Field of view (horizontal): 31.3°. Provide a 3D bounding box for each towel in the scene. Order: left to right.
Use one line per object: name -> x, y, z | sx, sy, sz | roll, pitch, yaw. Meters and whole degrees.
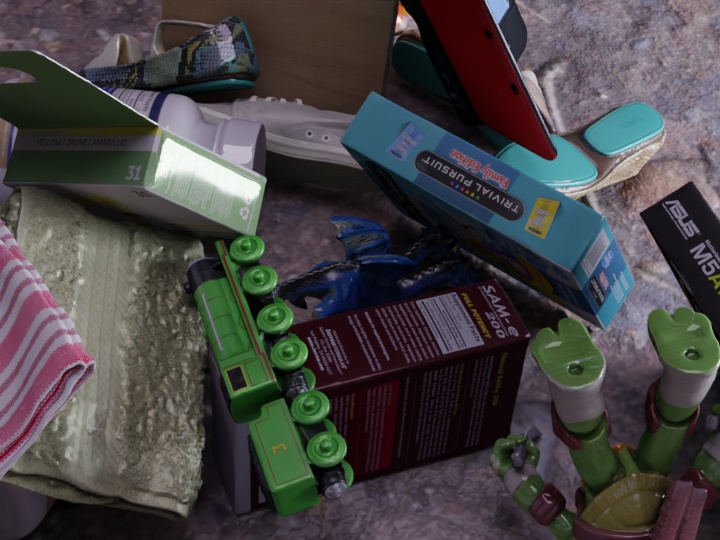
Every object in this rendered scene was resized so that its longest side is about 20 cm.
towel -> -0.237, 0.049, 0.722 | 0.146, 0.030, 0.200 | -47, 47, 1
towel -> -0.158, 0.047, 0.776 | 0.147, 0.036, 0.201 | 17, 52, -27

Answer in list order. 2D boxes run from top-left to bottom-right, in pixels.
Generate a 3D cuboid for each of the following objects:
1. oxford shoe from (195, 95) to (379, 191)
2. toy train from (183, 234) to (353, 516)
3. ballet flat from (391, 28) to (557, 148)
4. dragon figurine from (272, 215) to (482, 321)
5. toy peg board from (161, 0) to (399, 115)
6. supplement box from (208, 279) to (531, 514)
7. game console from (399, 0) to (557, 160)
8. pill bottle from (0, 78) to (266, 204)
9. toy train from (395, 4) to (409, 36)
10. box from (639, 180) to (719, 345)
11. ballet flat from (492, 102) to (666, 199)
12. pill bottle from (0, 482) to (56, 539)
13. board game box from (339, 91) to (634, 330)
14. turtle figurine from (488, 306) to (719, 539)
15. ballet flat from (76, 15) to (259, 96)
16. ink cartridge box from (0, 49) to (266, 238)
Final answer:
oxford shoe -> -0.070, -0.114, 1.051 | 0.198, 0.075, 0.058 | 12, 71, 6
toy train -> -0.058, 0.056, 0.756 | 0.056, 0.042, 0.201 | -20, 49, -7
ballet flat -> 0.114, -0.164, 1.133 | 0.067, 0.068, 0.200 | -24, 52, -36
dragon figurine -> 0.000, 0.000, 0.902 | 0.199, 0.100, 0.059 | 14, 27, -44
toy peg board -> -0.059, -0.218, 1.093 | 0.198, 0.201, 0.098 | 14, 29, 11
supplement box -> 0.005, 0.081, 0.838 | 0.198, 0.109, 0.061 | -12, 46, -17
game console -> 0.098, -0.209, 0.976 | 0.118, 0.201, 0.173 | 1, 46, 39
pill bottle -> -0.176, -0.078, 0.981 | 0.198, 0.120, 0.120 | 6, 44, 2
toy train -> -0.013, -0.245, 1.132 | 0.149, 0.200, 0.056 | 4, 62, -17
box -> 0.264, 0.069, 0.816 | 0.047, 0.200, 0.194 | -30, 46, 12
ballet flat -> 0.173, -0.080, 1.045 | 0.199, 0.066, 0.071 | -19, 57, -33
pill bottle -> -0.208, 0.064, 0.835 | 0.115, 0.116, 0.201 | 17, 46, 14
board game box -> 0.096, -0.041, 0.944 | 0.199, 0.151, 0.047 | 31, 85, 26
turtle figurine -> 0.154, 0.093, 0.777 | 0.143, 0.195, 0.200 | 17, 48, 24
ballet flat -> -0.174, -0.170, 1.070 | 0.198, 0.075, 0.075 | -8, 40, 21
ink cartridge box -> -0.175, -0.073, 0.801 | 0.145, 0.199, 0.048 | 4, 77, 38
